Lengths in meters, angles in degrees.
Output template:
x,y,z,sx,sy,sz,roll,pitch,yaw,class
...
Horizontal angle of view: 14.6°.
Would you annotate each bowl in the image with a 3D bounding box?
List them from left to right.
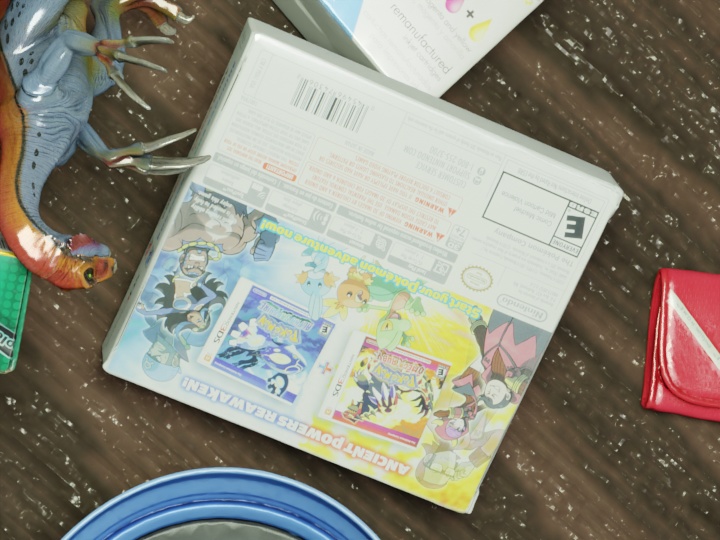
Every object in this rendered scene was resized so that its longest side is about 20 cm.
x,y,z,sx,sy,sz,roll,pitch,yaw,class
-0.065,0.193,1.292,0.199,0.039,0.202,1,71,-3,bowl

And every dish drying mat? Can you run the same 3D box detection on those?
x,y,z,sx,sy,sz,roll,pitch,yaw,class
0.245,0.047,1.469,0.199,0.018,0.077,7,83,-15,dish drying mat

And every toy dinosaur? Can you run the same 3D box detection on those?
x,y,z,sx,sy,sz,roll,pitch,yaw,class
-0.141,-0.073,1.293,0.105,0.199,0.182,58,48,-40,toy dinosaur

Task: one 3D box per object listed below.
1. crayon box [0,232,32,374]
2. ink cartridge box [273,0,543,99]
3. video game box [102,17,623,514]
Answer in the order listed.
x,y,z,sx,sy,sz,roll,pitch,yaw,class
-0.256,-0.008,1.279,0.199,0.119,0.059,10,99,-14,crayon box
0.053,-0.181,1.408,0.200,0.068,0.115,-44,98,-14,ink cartridge box
0.000,0.000,1.359,0.199,0.047,0.183,23,101,-13,video game box
